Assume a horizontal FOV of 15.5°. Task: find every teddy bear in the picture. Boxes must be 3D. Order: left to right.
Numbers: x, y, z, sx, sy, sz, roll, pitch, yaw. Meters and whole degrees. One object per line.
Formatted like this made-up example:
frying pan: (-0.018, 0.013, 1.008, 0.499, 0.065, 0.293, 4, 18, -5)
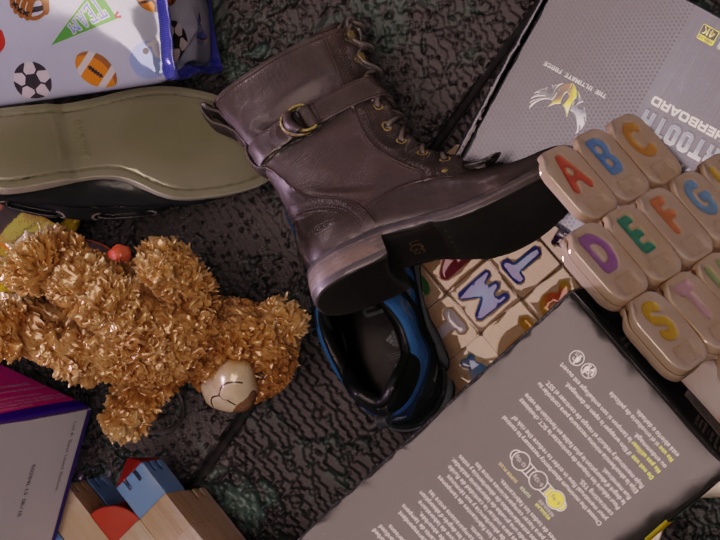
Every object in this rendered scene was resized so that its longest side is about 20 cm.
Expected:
teddy bear: (-0.130, 0.039, 1.561, 0.200, 0.067, 0.145, 33, 109, -24)

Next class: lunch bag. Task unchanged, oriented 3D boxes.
lunch bag: (-0.184, -0.206, 1.611, 0.170, 0.124, 0.200, -8, 95, 12)

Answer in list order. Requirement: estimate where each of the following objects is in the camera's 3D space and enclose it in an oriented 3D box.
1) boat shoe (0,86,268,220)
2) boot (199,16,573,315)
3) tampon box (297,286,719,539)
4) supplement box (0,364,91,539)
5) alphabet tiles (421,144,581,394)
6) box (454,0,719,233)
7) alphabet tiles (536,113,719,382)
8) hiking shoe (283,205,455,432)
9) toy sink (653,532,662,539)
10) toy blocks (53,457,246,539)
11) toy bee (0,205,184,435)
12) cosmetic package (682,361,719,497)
boat shoe: (-0.150, -0.064, 1.617, 0.199, 0.066, 0.075, -7, 73, -17)
boot: (0.019, -0.081, 1.564, 0.200, 0.069, 0.174, -22, 61, -3)
tampon box: (0.089, 0.120, 1.439, 0.200, 0.150, 0.126, -42, 85, 8)
supplement box: (-0.283, 0.097, 1.631, 0.200, 0.103, 0.101, 23, 104, 27)
alphabet tiles: (0.088, 0.029, 1.641, 0.167, 0.008, 0.200, -41, 87, 10)
box: (0.178, -0.083, 1.593, 0.200, 0.051, 0.158, 30, 97, 6)
alphabet tiles: (0.189, -0.005, 1.472, 0.196, 0.200, 0.015, 50, 126, 11)
hiking shoe: (0.000, 0.000, 1.600, 0.074, 0.087, 0.200, -27, 77, 12)
toy sink: (0.077, 0.153, 1.584, 0.200, 0.130, 0.112, 17, 97, 9)
toy blocks: (-0.154, 0.191, 1.658, 0.200, 0.100, 0.137, -45, 73, 19)
toy bee: (-0.179, -0.001, 1.633, 0.200, 0.109, 0.131, 21, 55, -7)
cosmetic package: (0.271, 0.082, 1.563, 0.200, 0.103, 0.087, -2, 95, 7)
